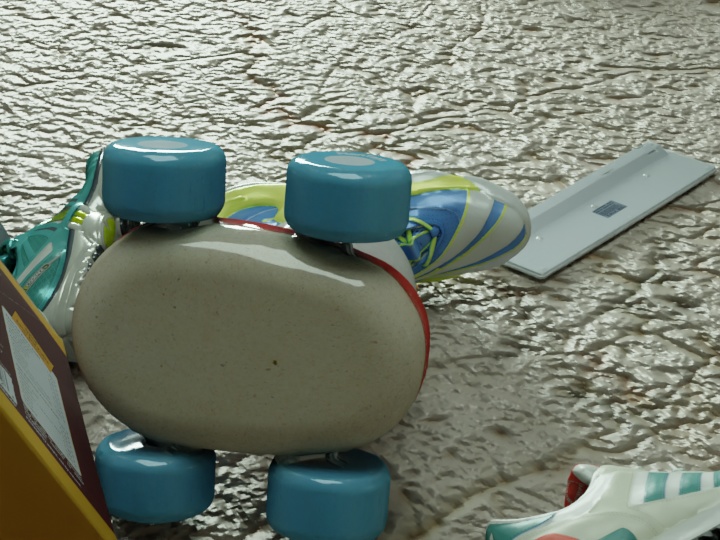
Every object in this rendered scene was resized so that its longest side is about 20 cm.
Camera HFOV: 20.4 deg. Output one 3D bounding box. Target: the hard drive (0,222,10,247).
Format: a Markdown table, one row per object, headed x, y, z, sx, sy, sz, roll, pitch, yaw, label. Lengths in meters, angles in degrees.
| x | y | z | sx | sy | sz | roll | pitch | yaw | label |
| --- | --- | --- | --- | --- | --- | --- | --- | --- | --- |
| -0.319 | -0.009 | 1.199 | 0.199 | 0.043 | 0.135 | -20 | 35 | -31 | hard drive |

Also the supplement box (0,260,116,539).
| x | y | z | sx | sy | sz | roll | pitch | yaw | label |
| --- | --- | --- | --- | --- | --- | --- | --- | --- | --- |
| -0.228 | 0.046 | 0.909 | 0.132 | 0.198 | 0.200 | -32 | 32 | 1 | supplement box |

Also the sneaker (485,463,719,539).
| x | y | z | sx | sy | sz | roll | pitch | yaw | label |
| --- | --- | --- | --- | --- | --- | --- | --- | --- | --- |
| 0.149 | 0.114 | 0.958 | 0.199 | 0.071 | 0.093 | -21 | 41 | -28 | sneaker |

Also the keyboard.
| x | y | z | sx | sy | sz | roll | pitch | yaw | label |
| --- | --- | --- | --- | --- | --- | --- | --- | --- | --- |
| 0.155 | -0.041 | 1.300 | 0.056 | 0.011 | 0.200 | 28 | 40 | 32 | keyboard |

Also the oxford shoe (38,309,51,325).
| x | y | z | sx | sy | sz | roll | pitch | yaw | label |
| --- | --- | --- | --- | --- | --- | --- | --- | --- | --- |
| -0.255 | 0.049 | 1.090 | 0.199 | 0.076 | 0.058 | -3 | -12 | 12 | oxford shoe |

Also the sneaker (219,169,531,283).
| x | y | z | sx | sy | sz | roll | pitch | yaw | label |
| --- | --- | --- | --- | --- | --- | --- | --- | --- | --- |
| 0.000 | 0.000 | 1.174 | 0.199 | 0.076 | 0.105 | -3 | 41 | 9 | sneaker |

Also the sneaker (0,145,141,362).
| x | y | z | sx | sy | sz | roll | pitch | yaw | label |
| --- | --- | --- | --- | --- | --- | --- | --- | --- | --- |
| -0.175 | -0.015 | 1.186 | 0.079 | 0.078 | 0.200 | -4 | 29 | 10 | sneaker |

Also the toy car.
| x | y | z | sx | sy | sz | roll | pitch | yaw | label |
| --- | --- | --- | --- | --- | --- | --- | --- | --- | --- |
| -0.041 | 0.019 | 1.043 | 0.176 | 0.185 | 0.200 | 5 | 13 | 10 | toy car |
